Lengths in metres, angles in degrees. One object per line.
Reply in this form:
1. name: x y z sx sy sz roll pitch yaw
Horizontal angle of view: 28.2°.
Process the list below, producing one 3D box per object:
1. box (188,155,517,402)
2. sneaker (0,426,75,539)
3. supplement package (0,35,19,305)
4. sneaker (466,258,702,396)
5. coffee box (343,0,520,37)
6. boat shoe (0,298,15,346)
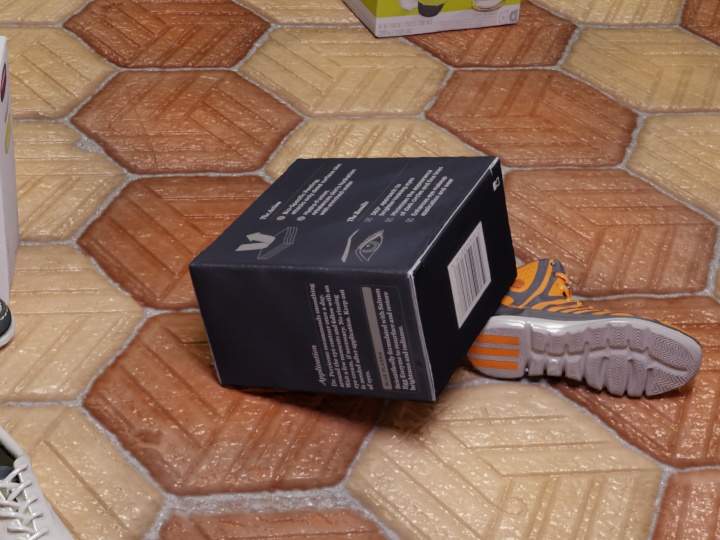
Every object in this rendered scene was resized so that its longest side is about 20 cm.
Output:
1. box: 0.000 0.000 1.160 0.197 0.119 0.197 3 30 27
2. sneaker: -0.238 0.167 0.966 0.072 0.072 0.199 -22 43 -35
3. supplement package: -0.370 -0.083 1.197 0.153 0.202 0.111 0 34 -7
4. sneaker: 0.187 0.039 1.207 0.197 0.078 0.113 9 35 5
5. coffee box: 0.077 -0.427 1.763 0.197 0.200 0.201 -9 36 -20
6. boat shoe: -0.380 0.031 1.154 0.197 0.061 0.076 -2 35 -11
